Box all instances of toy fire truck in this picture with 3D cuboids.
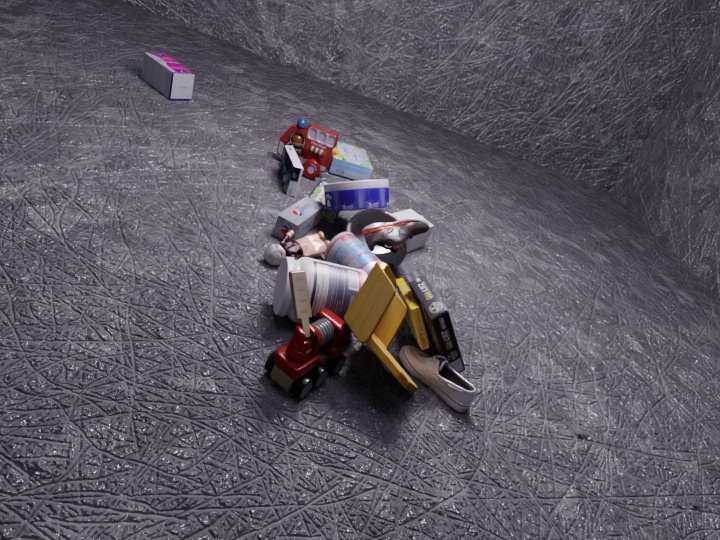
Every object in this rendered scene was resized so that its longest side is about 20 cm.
[{"bbox_3d":[-0.093,0.109,1.061,0.127,0.205,0.174,34,30,21],"label":"toy fire truck"},{"bbox_3d":[-0.187,-0.434,1.936,0.194,0.172,0.113,22,27,-1],"label":"toy fire truck"}]

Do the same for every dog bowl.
[{"bbox_3d":[-0.011,-0.221,1.635,0.192,0.082,0.200,-5,6,0],"label":"dog bowl"},{"bbox_3d":[0.043,-0.092,1.573,0.192,0.060,0.205,4,51,-4],"label":"dog bowl"}]

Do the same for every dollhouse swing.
[{"bbox_3d":[0.079,0.121,1.140,0.173,0.185,0.200,30,-8,20],"label":"dollhouse swing"}]

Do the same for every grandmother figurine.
[{"bbox_3d":[-0.164,-0.051,1.434,0.196,0.062,0.121,-14,47,-45],"label":"grandmother figurine"}]

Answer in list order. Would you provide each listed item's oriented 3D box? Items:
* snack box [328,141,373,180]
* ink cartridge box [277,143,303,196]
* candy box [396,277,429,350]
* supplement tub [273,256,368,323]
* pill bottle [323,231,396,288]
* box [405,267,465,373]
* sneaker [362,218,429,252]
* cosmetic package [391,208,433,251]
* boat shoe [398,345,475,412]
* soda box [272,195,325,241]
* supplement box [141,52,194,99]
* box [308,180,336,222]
[{"bbox_3d":[-0.049,-0.425,2.134,0.163,0.069,0.202,13,31,-18],"label":"snack box"},{"bbox_3d":[-0.235,-0.337,1.812,0.038,0.102,0.202,7,32,-24],"label":"ink cartridge box"},{"bbox_3d":[0.121,0.098,1.309,0.025,0.106,0.201,-15,19,-2],"label":"candy box"},{"bbox_3d":[-0.086,0.052,1.227,0.193,0.144,0.142,12,30,-20],"label":"supplement tub"},{"bbox_3d":[0.000,0.000,1.413,0.107,0.111,0.200,-8,42,-44],"label":"pill bottle"},{"bbox_3d":[0.172,0.121,1.270,0.048,0.204,0.163,-25,37,-2],"label":"box"},{"bbox_3d":[0.101,-0.089,1.510,0.193,0.077,0.085,-9,79,-13],"label":"sneaker"},{"bbox_3d":[0.133,-0.122,1.745,0.107,0.087,0.197,38,31,24],"label":"cosmetic package"},{"bbox_3d":[0.172,0.220,1.219,0.198,0.067,0.073,36,31,23],"label":"boat shoe"},{"bbox_3d":[-0.173,-0.146,1.575,0.067,0.065,0.200,26,29,7],"label":"soda box"},{"bbox_3d":[-0.736,-0.741,2.110,0.198,0.106,0.100,35,31,25],"label":"supplement box"},{"bbox_3d":[-0.111,-0.227,1.789,0.107,0.036,0.201,24,28,-1],"label":"box"}]
